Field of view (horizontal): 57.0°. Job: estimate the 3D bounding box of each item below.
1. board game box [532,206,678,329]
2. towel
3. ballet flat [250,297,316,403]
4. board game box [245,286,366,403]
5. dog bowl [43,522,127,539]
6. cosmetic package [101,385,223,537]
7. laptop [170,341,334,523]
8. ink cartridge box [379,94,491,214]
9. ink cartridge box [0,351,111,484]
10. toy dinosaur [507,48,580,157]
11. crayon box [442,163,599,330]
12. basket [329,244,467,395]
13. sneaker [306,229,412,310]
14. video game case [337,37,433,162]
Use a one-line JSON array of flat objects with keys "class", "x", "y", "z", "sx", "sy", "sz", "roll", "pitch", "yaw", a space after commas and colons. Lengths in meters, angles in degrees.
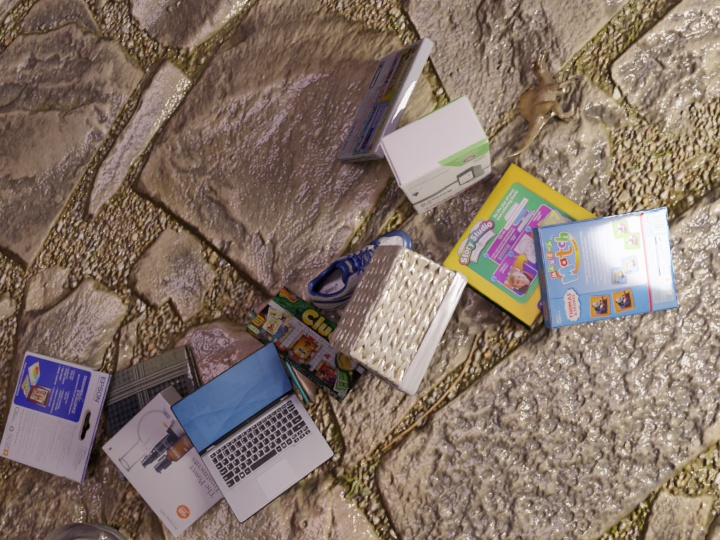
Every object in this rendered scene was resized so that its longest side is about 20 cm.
[{"class": "board game box", "x": 0.366, "y": -0.004, "z": 0.995, "sx": 0.197, "sy": 0.037, "sz": 0.154, "roll": -9, "pitch": 94, "yaw": -4}, {"class": "towel", "x": -0.366, "y": 0.256, "z": 1.194, "sx": 0.198, "sy": 0.035, "sz": 0.195, "roll": -22, "pitch": 73, "yaw": 12}, {"class": "ballet flat", "x": -0.114, "y": 0.128, "z": 1.130, "sx": 0.067, "sy": 0.068, "sz": 0.201, "roll": -32, "pitch": 75, "yaw": -10}, {"class": "board game box", "x": -0.081, "y": 0.120, "z": 1.101, "sx": 0.199, "sy": 0.024, "sz": 0.105, "roll": 35, "pitch": 53, "yaw": 8}, {"class": "dog bowl", "x": -0.477, "y": 0.539, "z": 1.157, "sx": 0.197, "sy": 0.059, "sz": 0.203, "roll": -2, "pitch": 80, "yaw": 14}, {"class": "cosmetic package", "x": -0.317, "y": 0.323, "z": 1.125, "sx": 0.151, "sy": 0.052, "sz": 0.200, "roll": -42, "pitch": 88, "yaw": 13}, {"class": "laptop", "x": -0.165, "y": 0.258, "z": 1.054, "sx": 0.186, "sy": 0.116, "sz": 0.201, "roll": -32, "pitch": 77, "yaw": -18}, {"class": "ink cartridge box", "x": 0.125, "y": -0.174, "z": 1.046, "sx": 0.144, "sy": 0.200, "sz": 0.085, "roll": -26, "pitch": 78, "yaw": 9}, {"class": "ink cartridge box", "x": -0.559, "y": 0.269, "z": 1.232, "sx": 0.197, "sy": 0.047, "sz": 0.201, "roll": 11, "pitch": 83, "yaw": 15}, {"class": "toy dinosaur", "x": 0.308, "y": -0.266, "z": 1.098, "sx": 0.100, "sy": 0.058, "sz": 0.203, "roll": 7, "pitch": 75, "yaw": 30}, {"class": "crayon box", "x": 0.257, "y": -0.038, "z": 1.062, "sx": 0.172, "sy": 0.058, "sz": 0.201, "roll": 36, "pitch": 91, "yaw": 18}, {"class": "basket", "x": 0.053, "y": 0.069, "z": 1.031, "sx": 0.122, "sy": 0.135, "sz": 0.202, "roll": 28, "pitch": 83, "yaw": -17}, {"class": "sneaker", "x": 0.000, "y": 0.000, "z": 1.108, "sx": 0.199, "sy": 0.088, "sz": 0.076, "roll": -37, "pitch": 72, "yaw": 5}, {"class": "video game case", "x": 0.037, "y": -0.277, "z": 1.110, "sx": 0.022, "sy": 0.182, "sz": 0.202, "roll": 25, "pitch": 87, "yaw": -21}]
